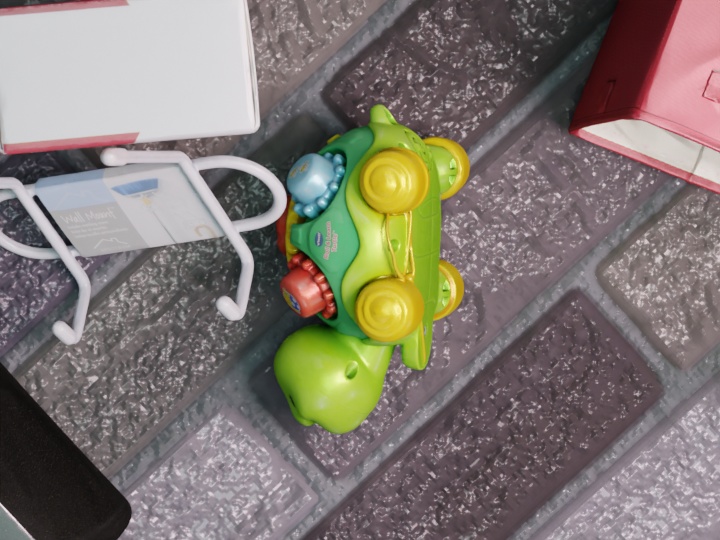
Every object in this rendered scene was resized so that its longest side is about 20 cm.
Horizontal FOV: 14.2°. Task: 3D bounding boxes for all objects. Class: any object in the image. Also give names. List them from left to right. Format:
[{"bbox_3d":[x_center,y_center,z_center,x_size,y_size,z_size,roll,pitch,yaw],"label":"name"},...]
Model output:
[{"bbox_3d":[-0.267,0.155,1.690,0.200,0.177,0.200,-41,100,1],"label":"plant pot"},{"bbox_3d":[-0.152,-0.031,1.674,0.200,0.075,0.174,-9,139,24],"label":"wall mount rack"},{"bbox_3d":[-0.139,-0.115,1.659,0.146,0.200,0.083,-6,95,-5],"label":"ink cartridge box"},{"bbox_3d":[0.000,0.000,1.727,0.101,0.146,0.200,5,96,15],"label":"turtle toy"},{"bbox_3d":[0.245,-0.137,1.701,0.171,0.200,0.180,21,88,-7],"label":"storage cube"}]
